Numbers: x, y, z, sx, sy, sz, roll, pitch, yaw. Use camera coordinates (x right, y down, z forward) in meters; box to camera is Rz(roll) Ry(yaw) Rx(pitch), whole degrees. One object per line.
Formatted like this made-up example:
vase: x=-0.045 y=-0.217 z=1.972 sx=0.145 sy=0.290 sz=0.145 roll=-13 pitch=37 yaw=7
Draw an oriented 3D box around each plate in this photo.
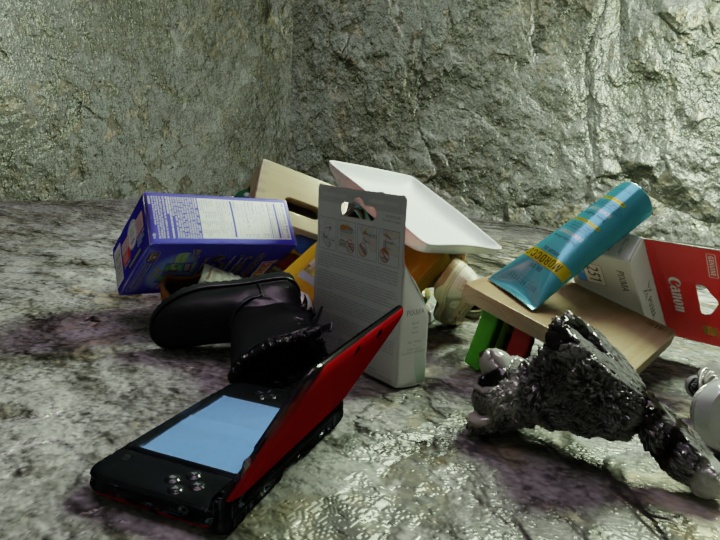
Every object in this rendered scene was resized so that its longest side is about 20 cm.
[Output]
plate: x=0.072 y=-0.078 z=0.833 sx=0.198 sy=0.033 sz=0.200 roll=-1 pitch=37 yaw=-49

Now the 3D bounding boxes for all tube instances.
tube: x=0.247 y=-0.028 z=0.708 sx=0.199 sy=0.051 sz=0.077 roll=-35 pitch=33 yaw=-10

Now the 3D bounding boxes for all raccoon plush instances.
raccoon plush: x=0.176 y=0.135 z=0.512 sx=0.096 sy=0.135 sz=0.201 roll=14 pitch=33 yaw=-45

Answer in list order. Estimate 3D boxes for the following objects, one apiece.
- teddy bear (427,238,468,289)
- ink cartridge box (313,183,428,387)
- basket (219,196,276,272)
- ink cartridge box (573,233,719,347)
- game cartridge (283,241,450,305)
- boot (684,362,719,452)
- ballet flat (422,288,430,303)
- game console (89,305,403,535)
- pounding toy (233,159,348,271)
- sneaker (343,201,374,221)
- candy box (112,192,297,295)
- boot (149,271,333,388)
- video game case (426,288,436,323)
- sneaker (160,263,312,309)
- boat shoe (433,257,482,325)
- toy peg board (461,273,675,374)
teddy bear: x=0.078 y=-0.029 z=0.941 sx=0.197 sy=0.068 sz=0.145 roll=8 pitch=41 yaw=30
ink cartridge box: x=0.009 y=0.011 z=0.691 sx=0.049 sy=0.204 sz=0.160 roll=-4 pitch=13 yaw=-39
basket: x=-0.196 y=-0.059 z=1.151 sx=0.196 sy=0.152 sz=0.143 roll=4 pitch=10 yaw=-1
ink cartridge box: x=0.363 y=0.036 z=0.770 sx=0.175 sy=0.045 sz=0.201 roll=19 pitch=-27 yaw=47
game cartridge: x=0.000 y=0.000 z=0.866 sx=0.176 sy=0.033 sz=0.199 roll=-43 pitch=43 yaw=-18
boot: x=0.350 y=0.127 z=0.583 sx=0.197 sy=0.075 sz=0.095 roll=8 pitch=1 yaw=-30
ballet flat: x=0.069 y=0.004 z=1.004 sx=0.069 sy=0.072 sz=0.200 roll=2 pitch=10 yaw=-8
game console: x=-0.075 y=0.089 z=0.465 sx=0.169 sy=0.121 sz=0.200 roll=8 pitch=10 yaw=19
pounding toy: x=-0.150 y=-0.061 z=1.008 sx=0.197 sy=0.145 sz=0.184 roll=18 pitch=-30 yaw=-21
sneaker: x=0.005 y=-0.060 z=0.835 sx=0.076 sy=0.092 sz=0.202 roll=-13 pitch=43 yaw=11
candy box: x=-0.212 y=-0.032 z=0.825 sx=0.197 sy=0.078 sz=0.169 roll=0 pitch=-22 yaw=-36
boot: x=-0.134 y=0.072 z=0.672 sx=0.195 sy=0.075 sz=0.163 roll=-15 pitch=29 yaw=-12
video game case: x=0.046 y=0.045 z=1.023 sx=0.196 sy=0.023 sz=0.182 roll=8 pitch=11 yaw=20
sneaker: x=-0.162 y=0.036 z=0.778 sx=0.196 sy=0.086 sz=0.074 roll=-2 pitch=43 yaw=3
boat shoe: x=0.144 y=0.044 z=0.843 sx=0.064 sy=0.073 sz=0.200 roll=33 pitch=-10 yaw=18
toy peg board: x=0.237 y=0.087 z=0.729 sx=0.198 sy=0.099 sz=0.198 roll=30 pitch=25 yaw=32
